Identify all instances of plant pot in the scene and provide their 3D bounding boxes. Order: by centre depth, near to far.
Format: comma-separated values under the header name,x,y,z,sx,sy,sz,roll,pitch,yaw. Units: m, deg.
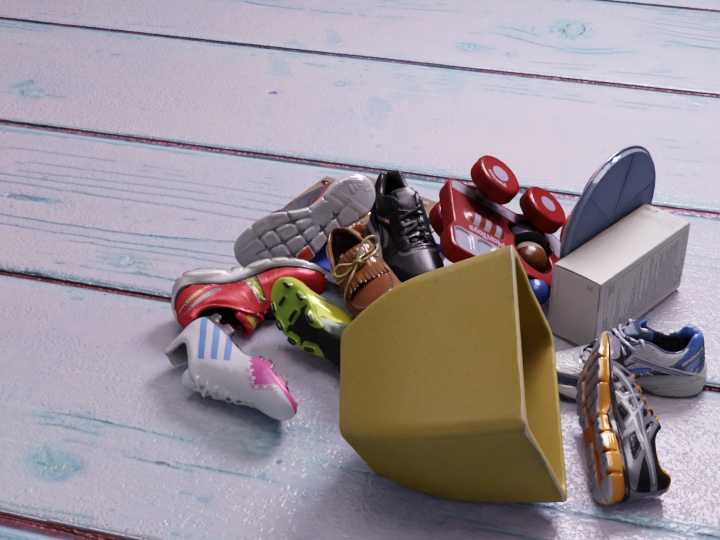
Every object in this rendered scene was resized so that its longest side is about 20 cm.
name,x,y,z,sx,sy,sz,roll,pitch,yaw
plant pot,0.086,0.120,1.168,0.198,0.196,0.196,-10,57,16

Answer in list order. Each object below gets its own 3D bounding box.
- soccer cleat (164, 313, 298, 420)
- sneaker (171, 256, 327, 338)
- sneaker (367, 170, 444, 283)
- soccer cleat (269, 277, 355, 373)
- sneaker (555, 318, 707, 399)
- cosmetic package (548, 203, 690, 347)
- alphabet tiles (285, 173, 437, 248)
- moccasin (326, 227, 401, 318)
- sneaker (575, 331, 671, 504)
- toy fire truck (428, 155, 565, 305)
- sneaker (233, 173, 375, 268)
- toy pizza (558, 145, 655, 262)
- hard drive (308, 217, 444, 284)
name,x,y,z,sx,sy,sz,roll,pitch,yaw
soccer cleat,-0.149,0.125,1.316,0.086,0.070,0.199,-36,43,-19
sneaker,-0.134,0.042,1.441,0.197,0.077,0.086,-10,55,-12
sneaker,0.053,-0.054,1.460,0.075,0.088,0.201,-10,37,-16
soccer cleat,-0.028,0.074,1.378,0.199,0.065,0.083,36,24,30
sneaker,0.301,0.093,1.334,0.197,0.086,0.077,-3,34,-4
cosmetic package,0.323,0.007,1.446,0.199,0.105,0.073,-28,41,-37
alphabet tiles,0.004,-0.076,1.574,0.198,0.008,0.167,22,41,28
moccasin,0.001,-0.001,1.372,0.073,0.078,0.202,-32,26,5
sneaker,0.278,0.157,1.236,0.076,0.079,0.202,5,55,-6
toy fire truck,0.178,-0.033,1.458,0.199,0.112,0.169,29,37,-24
sneaker,-0.073,-0.059,1.508,0.198,0.078,0.082,-27,13,-7
toy pizza,0.305,-0.066,1.464,0.032,0.202,0.199,31,44,34
hard drive,-0.005,-0.025,1.531,0.198,0.026,0.132,21,40,27
